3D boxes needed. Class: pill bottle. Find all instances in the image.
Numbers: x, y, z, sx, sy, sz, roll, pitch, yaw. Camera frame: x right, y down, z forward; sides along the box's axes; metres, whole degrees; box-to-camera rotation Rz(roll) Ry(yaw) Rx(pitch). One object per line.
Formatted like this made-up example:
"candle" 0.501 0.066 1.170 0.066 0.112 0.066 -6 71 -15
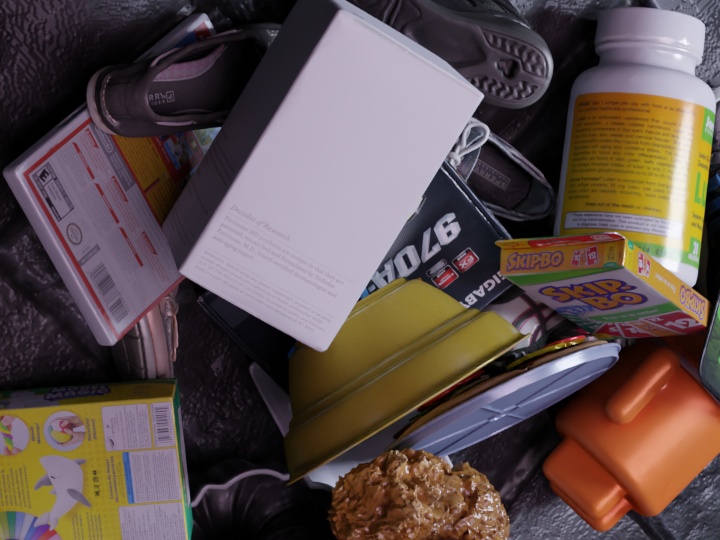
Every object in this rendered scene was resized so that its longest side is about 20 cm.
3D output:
"pill bottle" 0.209 -0.091 1.635 0.111 0.111 0.201 11 83 -30

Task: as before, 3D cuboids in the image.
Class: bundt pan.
"bundt pan" -0.096 0.228 1.628 0.201 0.076 0.203 -9 112 -24

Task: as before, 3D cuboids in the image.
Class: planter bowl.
"planter bowl" 0.013 0.062 1.500 0.200 0.200 0.084 -30 87 -15

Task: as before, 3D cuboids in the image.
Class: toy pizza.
"toy pizza" 0.101 0.093 1.618 0.200 0.200 0.032 -22 77 -19

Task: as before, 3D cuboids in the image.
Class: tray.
"tray" -0.006 0.118 1.669 0.107 0.022 0.200 -34 120 -12

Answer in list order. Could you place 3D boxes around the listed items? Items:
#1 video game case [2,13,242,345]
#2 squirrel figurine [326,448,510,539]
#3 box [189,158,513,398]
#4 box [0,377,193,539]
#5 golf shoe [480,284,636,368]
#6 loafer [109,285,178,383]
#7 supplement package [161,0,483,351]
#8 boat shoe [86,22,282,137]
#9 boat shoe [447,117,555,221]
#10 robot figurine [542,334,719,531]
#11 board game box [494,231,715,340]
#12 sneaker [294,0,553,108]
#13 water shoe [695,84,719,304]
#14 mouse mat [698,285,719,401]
"video game case" -0.142 -0.064 1.486 0.200 0.017 0.143 -45 120 -34
"squirrel figurine" 0.008 0.216 1.571 0.186 0.142 0.201 13 98 -19
"box" 0.000 0.000 1.564 0.200 0.046 0.159 -38 122 6
"box" -0.222 0.142 1.512 0.199 0.048 0.118 -4 105 0
"golf shoe" 0.124 0.027 1.684 0.199 0.077 0.088 -9 96 -31
"loafer" -0.153 0.002 1.527 0.063 0.072 0.201 -24 114 -26
"supplement package" -0.028 -0.071 1.431 0.117 0.117 0.200 29 99 -17
"boat shoe" -0.095 -0.128 1.479 0.200 0.057 0.067 -19 104 -43
"boat shoe" 0.062 -0.087 1.604 0.199 0.068 0.074 33 91 -32
"robot figurine" 0.237 0.116 1.740 0.200 0.117 0.144 -45 116 -6
"board game box" 0.179 0.012 1.571 0.200 0.095 0.030 34 57 -55
"sneaker" 0.043 -0.181 1.566 0.199 0.114 0.076 21 104 -3
"water shoe" 0.311 -0.051 1.739 0.071 0.079 0.201 -17 115 -22
"mouse mat" 0.316 0.040 1.700 0.200 0.008 0.161 37 67 -54
